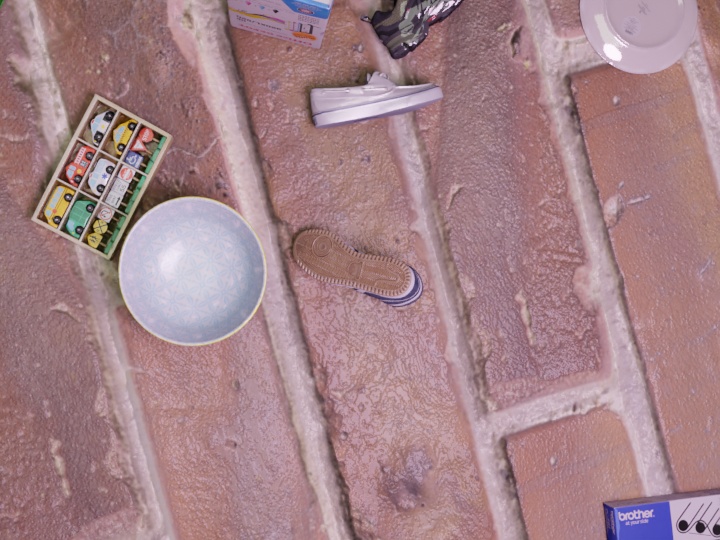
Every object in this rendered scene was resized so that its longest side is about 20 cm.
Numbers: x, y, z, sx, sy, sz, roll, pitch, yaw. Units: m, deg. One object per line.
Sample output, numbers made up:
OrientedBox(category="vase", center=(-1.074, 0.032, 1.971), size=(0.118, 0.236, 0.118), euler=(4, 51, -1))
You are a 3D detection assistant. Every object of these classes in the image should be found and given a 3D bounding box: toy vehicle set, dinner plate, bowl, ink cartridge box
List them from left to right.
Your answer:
OrientedBox(category="toy vehicle set", center=(-0.367, -0.132, 1.216), size=(0.123, 0.027, 0.202), euler=(26, 85, -6))
OrientedBox(category="bowl", center=(-0.230, 0.004, 1.188), size=(0.197, 0.108, 0.204), euler=(0, 87, -7))
OrientedBox(category="ink cartridge box", center=(-0.101, -0.417, 1.174), size=(0.145, 0.200, 0.147), euler=(13, 88, -7))
OrientedBox(category="dinner plate", center=(0.441, -0.411, 1.332), size=(0.197, 0.024, 0.204), euler=(0, 88, -6))
OrientedBox(category="ink cartridge box", center=(0.474, 0.393, 1.293), size=(0.196, 0.044, 0.096), euler=(-5, 87, -7))

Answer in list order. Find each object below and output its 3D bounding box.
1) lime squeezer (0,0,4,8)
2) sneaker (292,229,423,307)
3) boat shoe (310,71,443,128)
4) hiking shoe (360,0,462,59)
OrientedBox(category="lime squeezer", center=(-0.481, -0.454, 1.199), size=(0.037, 0.071, 0.202), euler=(16, 116, -22))
OrientedBox(category="sneaker", center=(0.000, 0.000, 1.244), size=(0.198, 0.108, 0.071), euler=(20, 88, 25))
OrientedBox(category="boat shoe", center=(0.023, -0.259, 1.247), size=(0.197, 0.074, 0.066), euler=(-12, 94, -9))
OrientedBox(category="hiking shoe", center=(0.095, -0.414, 1.261), size=(0.200, 0.076, 0.101), euler=(-45, 97, -6))
